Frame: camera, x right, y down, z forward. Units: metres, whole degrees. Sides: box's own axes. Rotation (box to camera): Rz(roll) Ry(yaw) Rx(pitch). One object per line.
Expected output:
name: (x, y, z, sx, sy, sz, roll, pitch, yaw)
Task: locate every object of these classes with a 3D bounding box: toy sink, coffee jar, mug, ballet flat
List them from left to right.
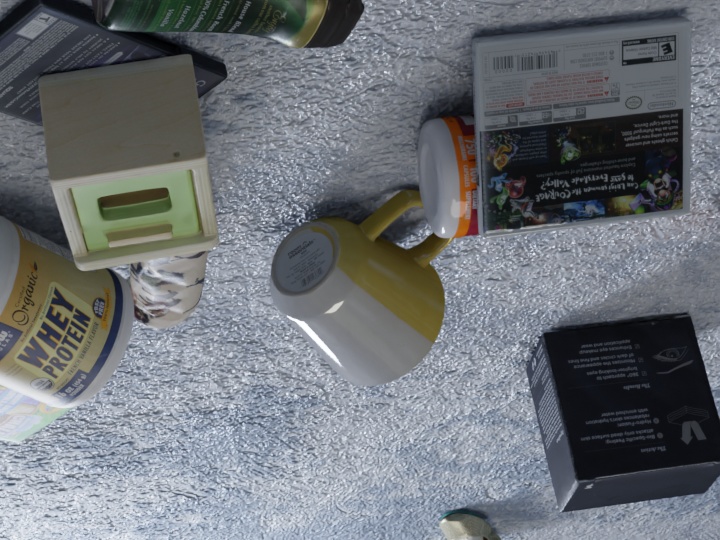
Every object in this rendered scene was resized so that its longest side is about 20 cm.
toy sink: (-0.192, -0.077, 1.515, 0.130, 0.113, 0.200, -9, 154, -5)
coffee jar: (-0.098, -0.222, 1.310, 0.199, 0.105, 0.085, 2, 150, -26)
mug: (-0.008, 0.004, 1.810, 0.149, 0.187, 0.153, 10, 162, 40)
ballet flat: (0.183, 0.428, 2.790, 0.067, 0.063, 0.200, -21, 152, 18)

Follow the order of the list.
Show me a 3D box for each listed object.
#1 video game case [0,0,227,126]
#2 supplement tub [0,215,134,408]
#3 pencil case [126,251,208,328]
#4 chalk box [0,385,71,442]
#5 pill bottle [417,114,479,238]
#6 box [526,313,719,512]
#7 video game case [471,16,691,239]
video game case: (-0.230, -0.161, 1.477, 0.143, 0.019, 0.199, -30, 149, 34)
supplement tub: (-0.328, 0.033, 1.663, 0.144, 0.145, 0.200, -31, 137, 35)
pencil case: (-0.192, -0.015, 1.719, 0.089, 0.078, 0.200, 5, 152, -6)
chalk box: (-0.364, 0.092, 1.812, 0.124, 0.125, 0.199, -32, 147, 35)
pill bottle: (0.161, -0.096, 1.665, 0.199, 0.113, 0.113, -8, 154, -10)
box: (0.325, 0.176, 2.184, 0.196, 0.201, 0.118, -6, 154, -10)
video game case: (0.199, -0.128, 1.590, 0.199, 0.023, 0.183, -7, 110, -10)
